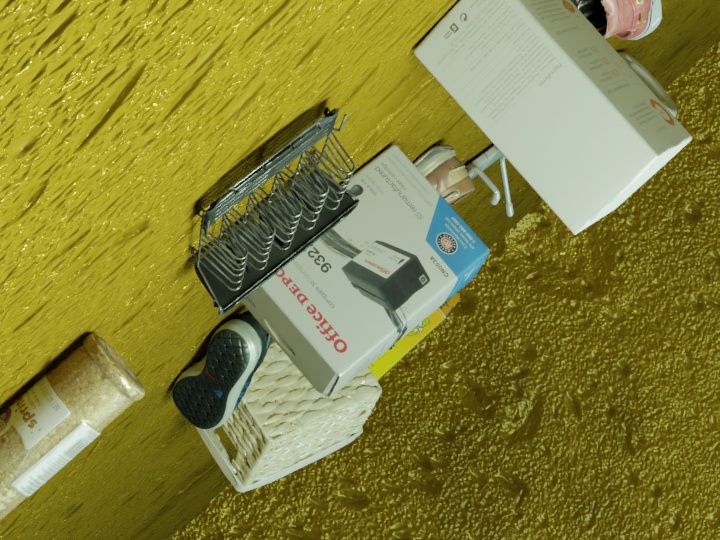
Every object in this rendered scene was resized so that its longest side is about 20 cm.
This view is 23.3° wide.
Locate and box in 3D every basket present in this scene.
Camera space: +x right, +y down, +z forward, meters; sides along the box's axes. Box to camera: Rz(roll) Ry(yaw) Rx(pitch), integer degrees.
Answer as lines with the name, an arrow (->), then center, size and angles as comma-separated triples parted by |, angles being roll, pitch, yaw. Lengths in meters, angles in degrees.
basket -> -0.090, 0.160, 2.153 | 0.199, 0.136, 0.124 | -22, 157, -36

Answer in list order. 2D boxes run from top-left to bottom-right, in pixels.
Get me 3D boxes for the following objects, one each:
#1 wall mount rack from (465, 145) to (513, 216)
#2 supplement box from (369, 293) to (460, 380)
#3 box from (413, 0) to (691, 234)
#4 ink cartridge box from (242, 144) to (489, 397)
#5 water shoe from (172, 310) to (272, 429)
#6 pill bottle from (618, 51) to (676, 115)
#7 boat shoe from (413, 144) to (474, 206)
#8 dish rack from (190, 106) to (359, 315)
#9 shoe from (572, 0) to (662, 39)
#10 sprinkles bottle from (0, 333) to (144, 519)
wall mount rack -> 0.168, -0.105, 2.261 | 0.200, 0.075, 0.174 | -37, 172, -30
supplement box -> 0.023, 0.075, 2.394 | 0.200, 0.110, 0.109 | -44, 180, 20
box -> 0.159, -0.143, 1.426 | 0.097, 0.200, 0.124 | -44, 172, 25
ink cartridge box -> 0.000, 0.000, 1.679 | 0.200, 0.145, 0.084 | -39, 172, -19
water shoe -> -0.139, 0.108, 1.905 | 0.079, 0.072, 0.200 | -38, 173, -39
pill bottle -> 0.324, -0.191, 2.400 | 0.200, 0.120, 0.120 | -44, 173, 20
boat shoe -> 0.043, -0.050, 1.914 | 0.200, 0.072, 0.076 | -44, 173, 19
dish rack -> -0.066, -0.050, 1.387 | 0.153, 0.055, 0.200 | -40, 173, -15
shoe -> 0.250, -0.266, 1.740 | 0.091, 0.072, 0.200 | -39, 168, -9
sprinkles bottle -> -0.267, 0.140, 1.399 | 0.200, 0.068, 0.068 | -41, 173, -2
